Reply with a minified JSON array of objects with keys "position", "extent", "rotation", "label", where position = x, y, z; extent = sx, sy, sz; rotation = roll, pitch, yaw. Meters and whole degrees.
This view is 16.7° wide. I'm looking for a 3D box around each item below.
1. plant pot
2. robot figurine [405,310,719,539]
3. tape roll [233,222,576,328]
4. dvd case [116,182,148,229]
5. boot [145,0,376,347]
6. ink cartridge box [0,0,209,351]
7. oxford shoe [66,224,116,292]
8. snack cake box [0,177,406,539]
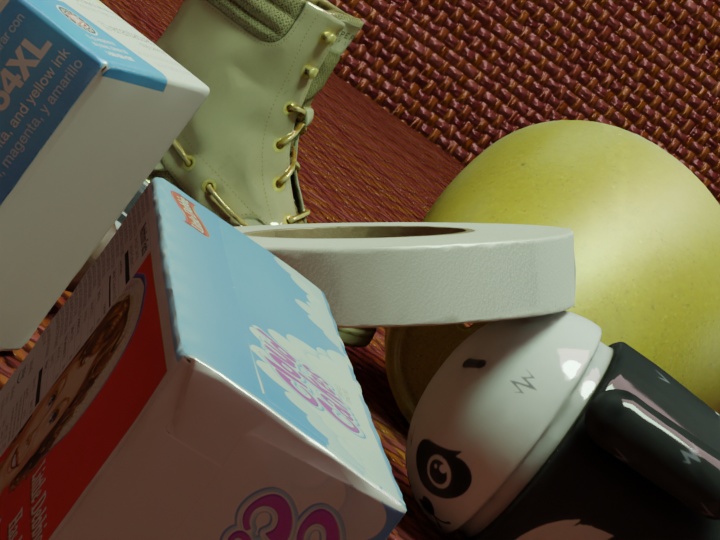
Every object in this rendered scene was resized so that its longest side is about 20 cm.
[{"position":[0.092,0.032,1.319],"extent":[0.200,0.200,0.142],"rotation":[39,33,16],"label":"plant pot"},{"position":[0.115,0.107,1.127],"extent":[0.200,0.150,0.125],"rotation":[38,26,-2],"label":"robot figurine"},{"position":[0.000,0.000,1.126],"extent":[0.202,0.037,0.203],"rotation":[-2,4,0],"label":"tape roll"},{"position":[-0.164,-0.062,1.228],"extent":[0.200,0.025,0.150],"rotation":[38,8,13],"label":"dvd case"},{"position":[-0.039,-0.068,1.335],"extent":[0.200,0.156,0.073],"rotation":[37,7,1],"label":"boot"},{"position":[-0.180,-0.079,0.870],"extent":[0.200,0.125,0.129],"rotation":[39,8,9],"label":"ink cartridge box"},{"position":[-0.176,-0.057,1.043],"extent":[0.200,0.071,0.073],"rotation":[46,-9,27],"label":"oxford shoe"},{"position":[-0.057,0.057,0.649],"extent":[0.067,0.115,0.200],"rotation":[36,8,-14],"label":"snack cake box"}]
